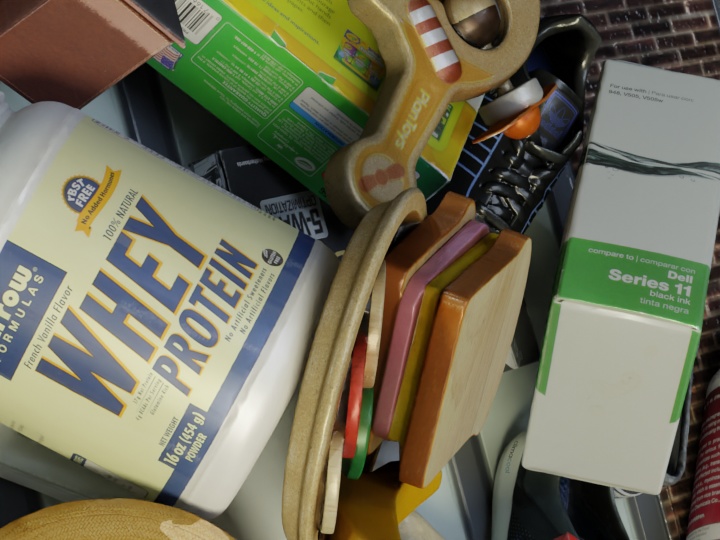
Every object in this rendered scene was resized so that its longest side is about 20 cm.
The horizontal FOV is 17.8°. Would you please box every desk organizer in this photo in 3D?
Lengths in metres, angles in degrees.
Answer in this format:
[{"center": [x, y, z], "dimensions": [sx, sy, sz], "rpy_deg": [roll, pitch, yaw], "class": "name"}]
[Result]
[{"center": [-0.154, -0.175, 1.129], "dimensions": [0.072, 0.077, 0.201], "rpy_deg": [37, 27, -45], "class": "desk organizer"}]

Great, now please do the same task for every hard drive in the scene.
[{"center": [-0.073, 0.075, 1.153], "dimensions": [0.199, 0.026, 0.132], "rpy_deg": [22, 62, -8], "class": "hard drive"}]

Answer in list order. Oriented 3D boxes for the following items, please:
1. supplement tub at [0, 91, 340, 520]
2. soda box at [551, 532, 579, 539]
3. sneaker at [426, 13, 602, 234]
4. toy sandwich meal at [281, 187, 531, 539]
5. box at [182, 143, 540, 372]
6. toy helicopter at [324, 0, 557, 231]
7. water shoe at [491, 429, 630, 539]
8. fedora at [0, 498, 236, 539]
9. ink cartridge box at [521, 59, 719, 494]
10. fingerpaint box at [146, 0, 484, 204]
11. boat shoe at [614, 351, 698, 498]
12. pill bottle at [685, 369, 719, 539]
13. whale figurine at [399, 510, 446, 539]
[{"center": [-0.123, 0.011, 1.067], "dimensions": [0.199, 0.145, 0.145], "rpy_deg": [28, 58, -4], "class": "supplement tub"}, {"center": [0.120, 0.245, 1.205], "dimensions": [0.070, 0.063, 0.201], "rpy_deg": [34, 35, -48], "class": "soda box"}, {"center": [0.079, -0.062, 1.280], "dimensions": [0.070, 0.078, 0.201], "rpy_deg": [36, 55, -30], "class": "sneaker"}, {"center": [0.023, 0.055, 1.075], "dimensions": [0.070, 0.205, 0.206], "rpy_deg": [14, 60, 9], "class": "toy sandwich meal"}, {"center": [0.000, 0.000, 1.279], "dimensions": [0.199, 0.050, 0.158], "rpy_deg": [-13, 86, -44], "class": "box"}, {"center": [0.040, -0.093, 1.168], "dimensions": [0.132, 0.079, 0.200], "rpy_deg": [42, 54, -22], "class": "toy helicopter"}, {"center": [0.115, 0.184, 1.312], "dimensions": [0.071, 0.079, 0.201], "rpy_deg": [11, 72, -39], "class": "water shoe"}, {"center": [-0.116, 0.184, 1.079], "dimensions": [0.201, 0.200, 0.082], "rpy_deg": [51, 11, -19], "class": "fedora"}, {"center": [0.153, 0.001, 1.298], "dimensions": [0.083, 0.147, 0.201], "rpy_deg": [11, 47, 6], "class": "ink cartridge box"}, {"center": [-0.026, -0.142, 1.237], "dimensions": [0.200, 0.073, 0.167], "rpy_deg": [37, 44, -14], "class": "fingerpaint box"}, {"center": [0.177, 0.039, 1.415], "dimensions": [0.072, 0.068, 0.201], "rpy_deg": [24, 63, -35], "class": "boat shoe"}, {"center": [0.266, 0.124, 1.441], "dimensions": [0.113, 0.113, 0.201], "rpy_deg": [29, 60, -33], "class": "pill bottle"}, {"center": [0.006, 0.208, 1.212], "dimensions": [0.159, 0.104, 0.200], "rpy_deg": [40, 30, -11], "class": "whale figurine"}]
